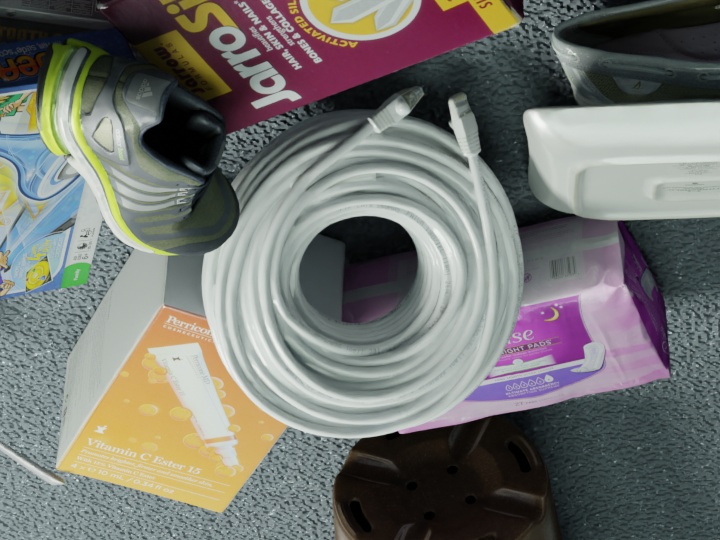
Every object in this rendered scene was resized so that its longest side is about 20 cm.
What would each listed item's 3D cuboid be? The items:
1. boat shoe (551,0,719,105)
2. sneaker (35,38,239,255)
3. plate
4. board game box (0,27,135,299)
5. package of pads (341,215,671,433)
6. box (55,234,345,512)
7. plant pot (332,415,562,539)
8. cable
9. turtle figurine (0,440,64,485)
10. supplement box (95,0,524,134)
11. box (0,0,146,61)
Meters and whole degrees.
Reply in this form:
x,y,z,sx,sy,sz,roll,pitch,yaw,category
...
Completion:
x,y,z,sx,sy,sz,roll,pitch,yaw,category
0.212,-0.134,1.559,0.201,0.075,0.065,-8,145,22,boat shoe
-0.108,-0.059,1.514,0.081,0.074,0.200,11,163,25,sneaker
0.198,-0.062,1.613,0.199,0.032,0.200,-1,168,4,plate
-0.212,-0.054,1.584,0.135,0.035,0.200,-11,146,-23,board game box
0.094,0.033,1.766,0.199,0.076,0.121,-13,140,17,package of pads
-0.107,0.057,1.783,0.124,0.098,0.200,17,138,-18,box
0.065,0.215,1.916,0.200,0.201,0.199,-3,132,6,plant pot
0.000,0.000,1.654,0.200,0.069,0.200,-24,108,-5,cable
-0.323,0.082,1.751,0.193,0.144,0.200,6,124,29,turtle figurine
-0.027,-0.176,1.489,0.200,0.103,0.131,-20,138,25,supplement box
-0.212,-0.118,1.608,0.199,0.048,0.159,6,140,-8,box
